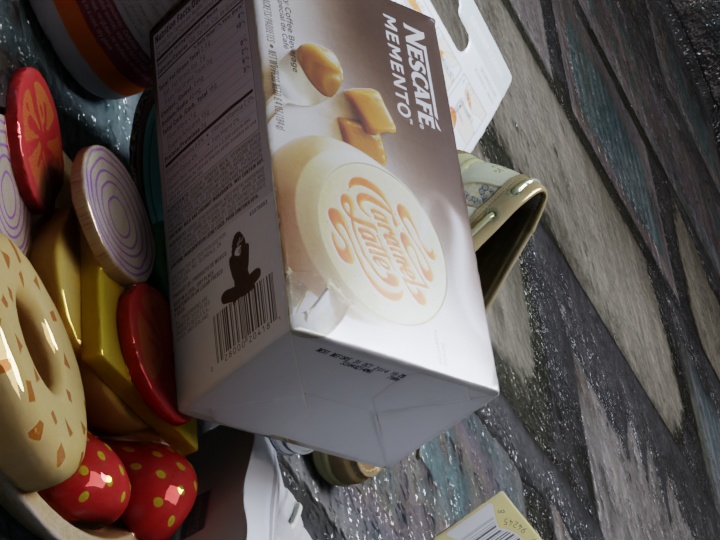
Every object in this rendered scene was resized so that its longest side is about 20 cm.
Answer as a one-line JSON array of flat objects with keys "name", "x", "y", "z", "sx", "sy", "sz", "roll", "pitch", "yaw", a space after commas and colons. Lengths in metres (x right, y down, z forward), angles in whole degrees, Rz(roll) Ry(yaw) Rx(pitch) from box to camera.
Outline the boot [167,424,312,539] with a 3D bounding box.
[{"name": "boot", "x": -0.047, "y": 0.147, "z": 0.854, "sx": 0.096, "sy": 0.073, "sz": 0.200, "roll": 58, "pitch": 19, "yaw": -19}]

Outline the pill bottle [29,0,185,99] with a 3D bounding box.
[{"name": "pill bottle", "x": -0.052, "y": -0.163, "z": 0.969, "sx": 0.110, "sy": 0.199, "sz": 0.110, "roll": -20, "pitch": 90, "yaw": -74}]

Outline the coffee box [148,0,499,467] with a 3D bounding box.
[{"name": "coffee box", "x": -0.019, "y": -0.029, "z": 0.893, "sx": 0.114, "sy": 0.080, "sz": 0.201, "roll": 20, "pitch": 49, "yaw": -35}]

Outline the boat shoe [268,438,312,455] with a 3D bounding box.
[{"name": "boat shoe", "x": 0.000, "y": 0.000, "z": 0.989, "sx": 0.072, "sy": 0.065, "sz": 0.201, "roll": 62, "pitch": 34, "yaw": -38}]

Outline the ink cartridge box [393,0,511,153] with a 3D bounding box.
[{"name": "ink cartridge box", "x": -0.007, "y": -0.091, "z": 1.130, "sx": 0.200, "sy": 0.047, "sz": 0.160, "roll": -57, "pitch": 135, "yaw": -26}]

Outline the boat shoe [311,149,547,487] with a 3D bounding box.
[{"name": "boat shoe", "x": 0.035, "y": 0.028, "z": 1.124, "sx": 0.073, "sy": 0.062, "sz": 0.201, "roll": 39, "pitch": 72, "yaw": -57}]

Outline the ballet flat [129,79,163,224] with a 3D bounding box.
[{"name": "ballet flat", "x": -0.069, "y": -0.015, "z": 1.017, "sx": 0.075, "sy": 0.068, "sz": 0.201, "roll": -126, "pitch": -166, "yaw": -65}]

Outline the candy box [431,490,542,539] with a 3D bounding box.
[{"name": "candy box", "x": 0.117, "y": 0.231, "z": 1.134, "sx": 0.200, "sy": 0.055, "sz": 0.116, "roll": 51, "pitch": -16, "yaw": 26}]

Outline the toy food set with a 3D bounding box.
[{"name": "toy food set", "x": -0.117, "y": 0.019, "z": 0.821, "sx": 0.200, "sy": 0.048, "sz": 0.199, "roll": 51, "pitch": 25, "yaw": -49}]
